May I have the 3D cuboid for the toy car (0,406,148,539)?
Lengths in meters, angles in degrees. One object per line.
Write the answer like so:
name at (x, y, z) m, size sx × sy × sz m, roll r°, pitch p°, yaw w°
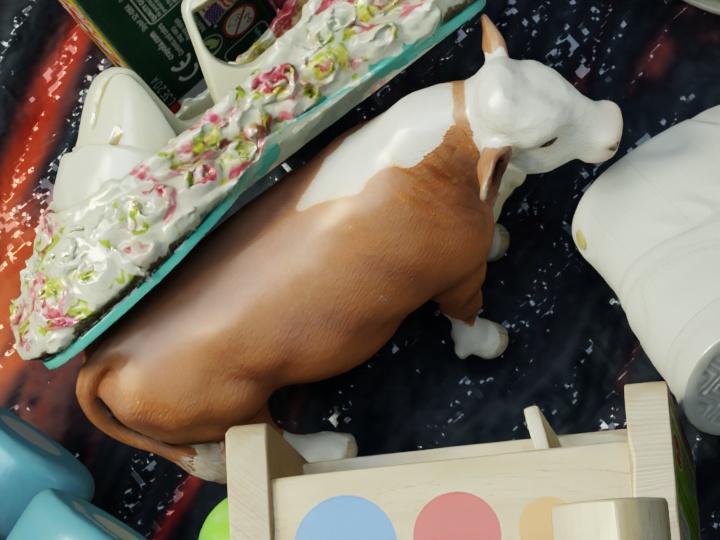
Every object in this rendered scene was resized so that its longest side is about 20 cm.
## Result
toy car at (-0.192, 0.113, 0.870) m, size 0.185 × 0.200 × 0.177 m, roll -56°, pitch 32°, yaw 1°

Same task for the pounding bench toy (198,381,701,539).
pounding bench toy at (0.024, 0.106, 0.854) m, size 0.155 × 0.200 × 0.125 m, roll -6°, pitch 74°, yaw 9°

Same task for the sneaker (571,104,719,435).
sneaker at (0.171, -0.023, 0.925) m, size 0.199 × 0.074 × 0.116 m, roll -14°, pitch 41°, yaw -18°

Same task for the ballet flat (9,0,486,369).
ballet flat at (-0.047, -0.054, 0.893) m, size 0.200 × 0.076 × 0.064 m, roll -41°, pitch 103°, yaw -9°

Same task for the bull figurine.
bull figurine at (0.000, 0.000, 0.923) m, size 0.200 × 0.121 × 0.065 m, roll -30°, pitch 56°, yaw 4°

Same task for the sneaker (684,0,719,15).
sneaker at (0.069, -0.155, 0.976) m, size 0.199 × 0.082 × 0.075 m, roll 19°, pitch 80°, yaw 15°

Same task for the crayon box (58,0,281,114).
crayon box at (-0.110, -0.145, 0.932) m, size 0.058 × 0.200 × 0.173 m, roll -41°, pitch 60°, yaw -2°
